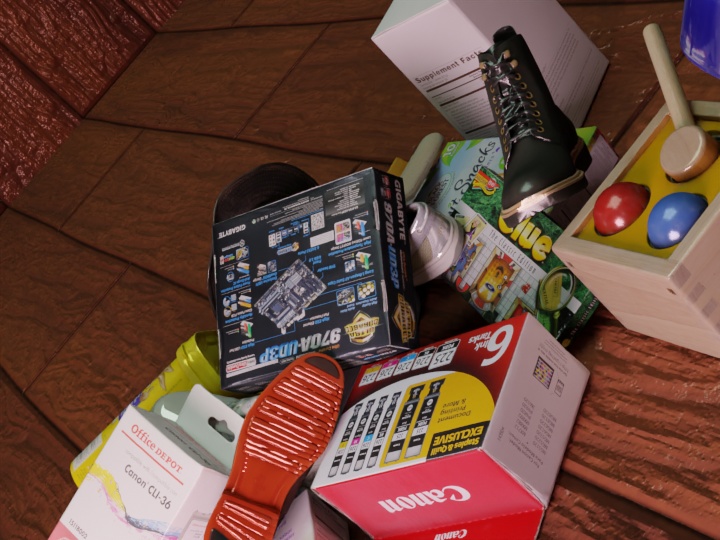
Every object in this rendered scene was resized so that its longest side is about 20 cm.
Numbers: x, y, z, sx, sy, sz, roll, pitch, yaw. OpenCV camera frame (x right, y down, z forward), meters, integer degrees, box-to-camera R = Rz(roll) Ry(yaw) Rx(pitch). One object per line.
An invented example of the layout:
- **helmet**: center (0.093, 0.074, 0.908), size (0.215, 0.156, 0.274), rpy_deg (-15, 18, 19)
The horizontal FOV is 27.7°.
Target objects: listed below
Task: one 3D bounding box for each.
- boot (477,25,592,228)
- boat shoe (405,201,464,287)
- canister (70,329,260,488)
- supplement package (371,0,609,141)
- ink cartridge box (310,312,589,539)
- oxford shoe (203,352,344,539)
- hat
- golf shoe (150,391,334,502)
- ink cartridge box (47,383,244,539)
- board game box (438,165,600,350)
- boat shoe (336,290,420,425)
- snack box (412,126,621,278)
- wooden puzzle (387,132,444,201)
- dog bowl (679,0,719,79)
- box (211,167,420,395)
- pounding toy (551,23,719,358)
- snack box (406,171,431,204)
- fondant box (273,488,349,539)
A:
- **boot**: center (0.128, -0.122, 1.211), size (0.077, 0.139, 0.200), rpy_deg (-25, 10, 15)
- **boat shoe**: center (0.001, 0.001, 1.334), size (0.201, 0.065, 0.075), rpy_deg (-30, 47, 30)
- **canister**: center (-0.191, 0.160, 1.518), size (0.200, 0.087, 0.148), rpy_deg (-44, -15, 14)
- **supplement package**: center (0.133, -0.223, 1.479), size (0.119, 0.200, 0.122), rpy_deg (-18, 36, 48)
- **ink cartridge box**: center (0.064, 0.145, 1.160), size (0.199, 0.084, 0.176), rpy_deg (-22, 35, 45)
- **oxford shoe**: center (-0.076, 0.161, 1.230), size (0.201, 0.071, 0.073), rpy_deg (-61, -3, -12)
- **hat**: center (-0.067, -0.012, 1.522), size (0.081, 0.201, 0.201), rpy_deg (4, 53, 45)
- **golf shoe**: center (-0.102, 0.136, 1.326), size (0.199, 0.098, 0.078), rpy_deg (16, 47, 17)
- **ink cartridge box**: center (-0.180, 0.199, 1.270), size (0.116, 0.067, 0.201), rpy_deg (31, 90, 39)
- **board game box**: center (0.133, -0.004, 1.260), size (0.105, 0.023, 0.200), rpy_deg (-56, 38, 9)
- **boat shoe**: center (0.000, 0.090, 1.396), size (0.071, 0.072, 0.200), rpy_deg (-37, 13, 42)
- **snack box**: center (0.132, -0.061, 1.384), size (0.199, 0.053, 0.143), rpy_deg (-1, 50, 50)
- **wooden puzzle**: center (0.010, -0.036, 1.479), size (0.201, 0.037, 0.185), rpy_deg (-59, 0, 28)
- **dog bowl**: center (0.340, -0.192, 1.081), size (0.200, 0.198, 0.079), rpy_deg (-99, 12, -62)
- **box**: center (-0.045, 0.013, 1.299), size (0.199, 0.046, 0.160), rpy_deg (-18, 70, 35)
- **pounding toy**: center (0.251, -0.065, 1.096), size (0.200, 0.142, 0.184), rpy_deg (-51, 24, -9)
- **snack box**: center (0.075, -0.074, 1.565), size (0.199, 0.024, 0.072), rpy_deg (-11, 44, 53)
- **fondant box**: center (-0.070, 0.292, 1.190), size (0.144, 0.058, 0.200), rpy_deg (-41, 23, 13)
